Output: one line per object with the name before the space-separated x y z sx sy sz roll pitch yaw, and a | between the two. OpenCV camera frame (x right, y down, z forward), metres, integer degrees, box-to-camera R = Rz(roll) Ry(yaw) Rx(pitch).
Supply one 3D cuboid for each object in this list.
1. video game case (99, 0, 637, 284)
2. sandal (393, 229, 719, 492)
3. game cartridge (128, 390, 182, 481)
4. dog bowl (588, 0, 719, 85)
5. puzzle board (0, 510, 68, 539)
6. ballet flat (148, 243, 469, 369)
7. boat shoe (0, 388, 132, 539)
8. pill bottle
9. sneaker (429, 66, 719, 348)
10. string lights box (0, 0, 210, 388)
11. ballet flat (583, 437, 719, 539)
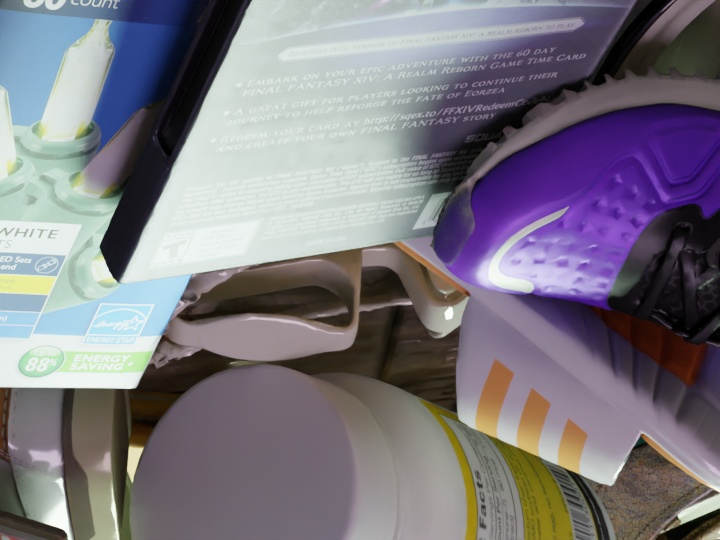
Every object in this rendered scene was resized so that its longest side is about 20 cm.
video game case | 0.020 -0.073 0.707 0.143 0.019 0.200 -9 145 -33
sandal | 0.047 0.018 0.839 0.059 0.207 0.079 -59 165 24
game cartridge | -0.157 0.119 0.985 0.176 0.032 0.200 6 132 -29
dog bowl | 0.155 -0.080 0.862 0.200 0.074 0.200 -13 140 -11
puzzle board | -0.170 0.134 0.897 0.150 0.017 0.200 14 141 10
ballet flat | 0.000 0.000 0.892 0.200 0.072 0.072 -10 140 -15
boat shoe | -0.118 0.101 0.911 0.068 0.075 0.200 3 135 -1
pill bottle | 0.008 0.102 0.946 0.114 0.114 0.200 -36 150 18
sneaker | 0.123 -0.005 0.783 0.200 0.100 0.070 -6 144 -27
string lights box | -0.086 -0.052 0.742 0.103 0.059 0.200 1 136 -30
ballet flat | 0.187 0.081 1.065 0.200 0.067 0.068 -27 148 7
